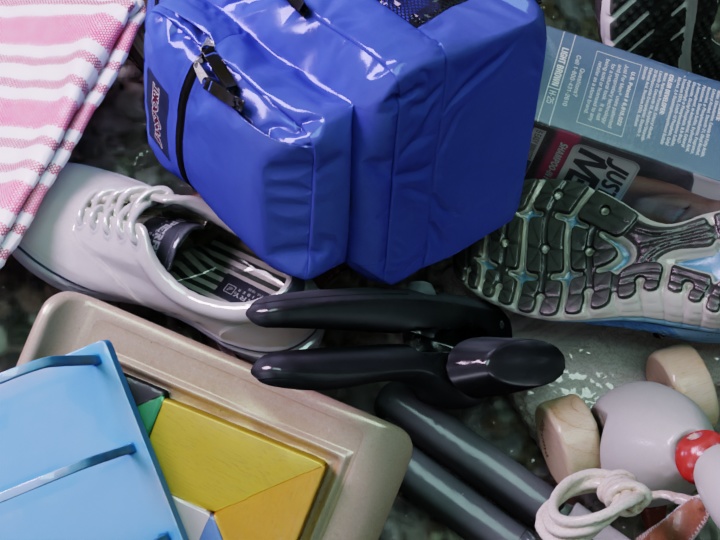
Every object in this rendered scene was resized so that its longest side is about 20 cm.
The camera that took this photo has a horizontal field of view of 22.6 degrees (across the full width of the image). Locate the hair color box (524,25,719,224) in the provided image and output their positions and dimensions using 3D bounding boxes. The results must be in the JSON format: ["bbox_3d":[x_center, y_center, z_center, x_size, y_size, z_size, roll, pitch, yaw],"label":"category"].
[{"bbox_3d":[0.173,-0.056,0.970,0.200,0.100,0.061,18,68,0],"label":"hair color box"}]

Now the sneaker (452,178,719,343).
[{"bbox_3d":[0.145,0.010,0.954,0.200,0.090,0.078,11,70,20],"label":"sneaker"}]

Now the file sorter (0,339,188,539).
[{"bbox_3d":[-0.155,0.150,0.820,0.139,0.123,0.200,-22,87,5],"label":"file sorter"}]

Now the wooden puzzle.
[{"bbox_3d":[-0.097,0.129,0.891,0.200,0.037,0.185,22,90,0],"label":"wooden puzzle"}]

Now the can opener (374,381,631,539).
[{"bbox_3d":[0.085,0.126,0.941,0.200,0.066,0.053,34,67,12],"label":"can opener"}]

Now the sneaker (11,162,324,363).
[{"bbox_3d":[-0.106,-0.018,0.915,0.200,0.071,0.073,20,62,17],"label":"sneaker"}]

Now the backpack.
[{"bbox_3d":[-0.028,-0.109,0.886,0.168,0.163,0.200,-24,53,-30],"label":"backpack"}]

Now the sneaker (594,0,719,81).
[{"bbox_3d":[0.158,-0.143,1.001,0.074,0.200,0.080,-34,61,2],"label":"sneaker"}]

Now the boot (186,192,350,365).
[{"bbox_3d":[0.000,0.000,0.982,0.200,0.064,0.186,-27,73,-20],"label":"boot"}]

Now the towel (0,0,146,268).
[{"bbox_3d":[-0.211,-0.073,0.955,0.146,0.030,0.200,8,61,36],"label":"towel"}]

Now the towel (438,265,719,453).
[{"bbox_3d":[0.160,0.016,1.011,0.200,0.034,0.133,-25,72,-17],"label":"towel"}]

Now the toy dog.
[{"bbox_3d":[0.159,0.112,0.889,0.132,0.200,0.096,-16,107,10],"label":"toy dog"}]

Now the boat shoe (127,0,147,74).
[{"bbox_3d":[-0.148,-0.179,1.034,0.072,0.072,0.200,-12,63,-43],"label":"boat shoe"}]

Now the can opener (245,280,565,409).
[{"bbox_3d":[0.017,0.033,0.893,0.200,0.079,0.063,9,66,-46],"label":"can opener"}]
